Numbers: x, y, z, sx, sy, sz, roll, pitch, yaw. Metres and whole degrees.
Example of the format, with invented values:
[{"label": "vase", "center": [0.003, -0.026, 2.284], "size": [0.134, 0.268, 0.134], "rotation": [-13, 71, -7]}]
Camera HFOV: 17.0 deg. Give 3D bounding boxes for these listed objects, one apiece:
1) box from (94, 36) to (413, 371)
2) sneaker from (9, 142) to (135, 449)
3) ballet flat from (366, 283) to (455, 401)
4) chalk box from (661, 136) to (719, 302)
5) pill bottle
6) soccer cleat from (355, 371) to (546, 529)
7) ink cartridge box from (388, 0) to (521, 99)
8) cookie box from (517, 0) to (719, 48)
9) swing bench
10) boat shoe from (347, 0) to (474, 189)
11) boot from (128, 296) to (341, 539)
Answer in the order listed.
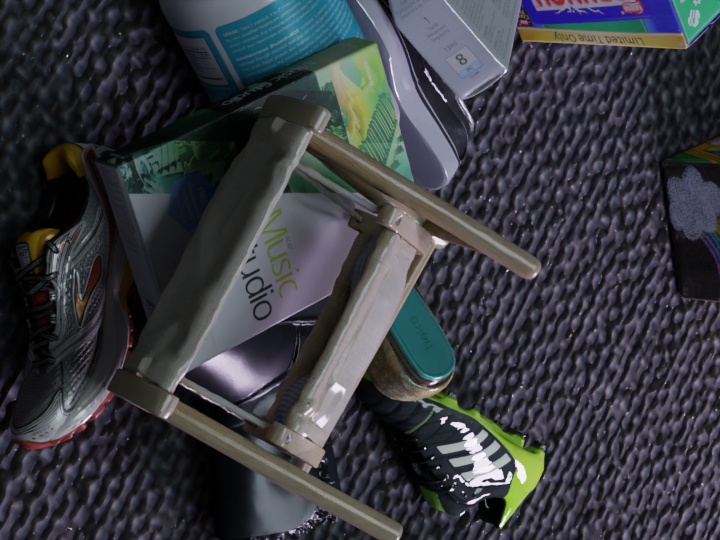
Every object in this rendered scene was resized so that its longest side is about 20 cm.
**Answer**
[{"label": "box", "center": [-0.057, -0.043, 1.513], "size": [0.200, 0.036, 0.145], "rotation": [-29, 117, -27]}, {"label": "sneaker", "center": [-0.188, 0.014, 1.499], "size": [0.082, 0.078, 0.200], "rotation": [26, 67, -38]}, {"label": "ballet flat", "center": [0.000, 0.000, 1.670], "size": [0.071, 0.071, 0.200], "rotation": [-20, 83, -41]}, {"label": "chalk box", "center": [0.362, -0.043, 1.931], "size": [0.124, 0.200, 0.125], "rotation": [-23, 110, -41]}, {"label": "pill bottle", "center": [-0.060, -0.157, 1.572], "size": [0.111, 0.111, 0.200], "rotation": [-47, 124, -31]}, {"label": "soccer cleat", "center": [0.060, 0.131, 1.754], "size": [0.200, 0.067, 0.081], "rotation": [32, 85, -42]}, {"label": "ink cartridge box", "center": [0.033, -0.234, 1.662], "size": [0.200, 0.047, 0.160], "rotation": [46, 30, -19]}, {"label": "cookie box", "center": [0.160, -0.263, 1.735], "size": [0.075, 0.171, 0.200], "rotation": [-44, 122, -29]}, {"label": "swing bench", "center": [-0.034, 0.025, 1.450], "size": [0.200, 0.130, 0.199], "rotation": [33, 83, -31]}, {"label": "boat shoe", "center": [0.028, -0.147, 1.685], "size": [0.068, 0.074, 0.199], "rotation": [-56, 130, -26]}, {"label": "boot", "center": [-0.085, 0.102, 1.596], "size": [0.200, 0.076, 0.168], "rotation": [-6, 94, -50]}]
